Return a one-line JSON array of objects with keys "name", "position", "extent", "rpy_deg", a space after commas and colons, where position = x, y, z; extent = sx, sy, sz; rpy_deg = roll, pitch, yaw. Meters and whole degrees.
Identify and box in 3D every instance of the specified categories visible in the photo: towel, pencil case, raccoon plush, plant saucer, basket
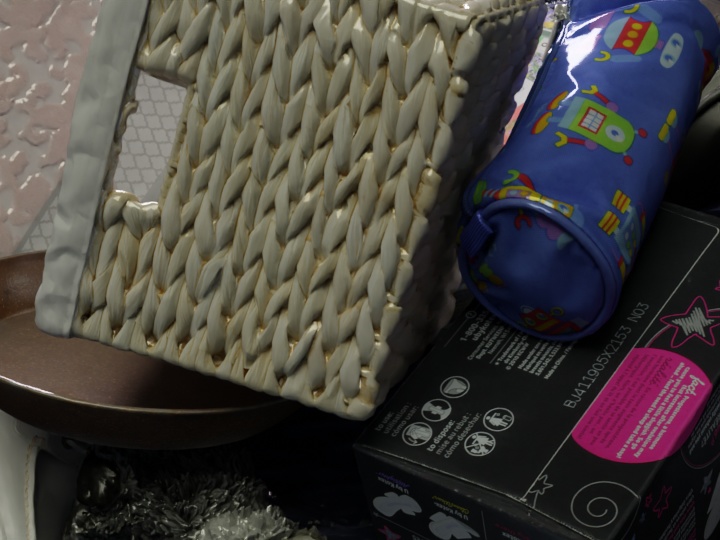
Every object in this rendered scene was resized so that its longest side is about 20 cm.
[{"name": "towel", "position": [-0.182, -0.099, 0.939], "extent": [0.200, 0.191, 0.032], "rpy_deg": [-57, 15, -15]}, {"name": "pencil case", "position": [0.107, -0.061, 0.764], "extent": [0.087, 0.078, 0.200], "rpy_deg": [29, 50, 0]}, {"name": "raccoon plush", "position": [-0.052, 0.102, 0.798], "extent": [0.134, 0.097, 0.200], "rpy_deg": [13, 49, 15]}, {"name": "plant saucer", "position": [-0.109, 0.039, 0.801], "extent": [0.200, 0.035, 0.200], "rpy_deg": [9, 19, -3]}, {"name": "basket", "position": [-0.025, -0.058, 0.759], "extent": [0.161, 0.198, 0.200], "rpy_deg": [19, 15, 10]}]

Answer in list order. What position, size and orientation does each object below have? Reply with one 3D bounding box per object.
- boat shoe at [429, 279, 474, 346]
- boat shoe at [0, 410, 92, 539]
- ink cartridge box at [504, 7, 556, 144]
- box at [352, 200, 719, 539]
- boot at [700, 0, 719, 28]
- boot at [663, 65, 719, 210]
[{"name": "boat shoe", "position": [0.000, 0.001, 0.898], "extent": [0.202, 0.065, 0.074], "rpy_deg": [4, 46, 20]}, {"name": "boat shoe", "position": [-0.158, 0.085, 0.849], "extent": [0.069, 0.071, 0.200], "rpy_deg": [-9, 45, 0]}, {"name": "ink cartridge box", "position": [0.111, -0.096, 0.979], "extent": [0.109, 0.050, 0.200], "rpy_deg": [-33, 47, -20]}, {"name": "box", "position": [0.109, 0.071, 0.767], "extent": [0.132, 0.115, 0.200], "rpy_deg": [19, 51, 31]}, {"name": "boot", "position": [0.250, -0.155, 0.972], "extent": [0.200, 0.096, 0.074], "rpy_deg": [29, 58, 35]}, {"name": "boot", "position": [0.260, -0.050, 0.870], "extent": [0.211, 0.079, 0.158], "rpy_deg": [-30, 65, 4]}]
